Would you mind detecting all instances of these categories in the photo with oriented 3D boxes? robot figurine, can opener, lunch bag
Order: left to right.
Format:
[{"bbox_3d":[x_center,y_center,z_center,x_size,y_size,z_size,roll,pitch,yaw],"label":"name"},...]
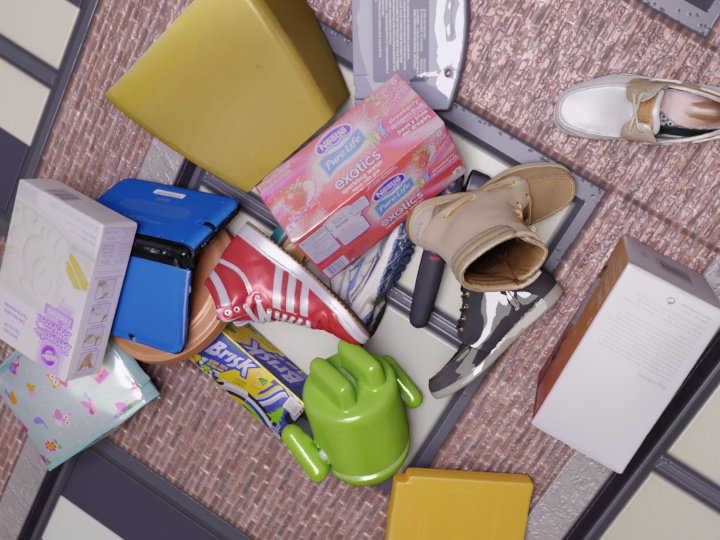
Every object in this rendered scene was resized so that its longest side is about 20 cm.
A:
[{"bbox_3d":[-0.378,0.146,1.083,0.199,0.122,0.171,-34,91,26],"label":"lunch bag"},{"bbox_3d":[-0.002,0.178,0.962,0.115,0.175,0.201,32,148,42],"label":"robot figurine"},{"bbox_3d":[0.092,-0.024,0.935,0.078,0.063,0.201,20,107,10],"label":"can opener"}]

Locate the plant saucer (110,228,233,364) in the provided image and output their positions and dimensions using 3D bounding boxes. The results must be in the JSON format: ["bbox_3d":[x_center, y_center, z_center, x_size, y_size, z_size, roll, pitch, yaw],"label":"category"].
[{"bbox_3d":[-0.243,0.017,1.005,0.199,0.032,0.202,-8,68,19],"label":"plant saucer"}]

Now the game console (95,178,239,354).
[{"bbox_3d":[-0.261,-0.013,0.995,0.199,0.171,0.119,13,133,26],"label":"game console"}]

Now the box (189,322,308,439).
[{"bbox_3d":[-0.149,0.121,1.035,0.200,0.070,0.064,41,109,4],"label":"box"}]

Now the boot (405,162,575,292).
[{"bbox_3d":[0.164,-0.047,0.831,0.198,0.156,0.073,-16,116,-12],"label":"boot"}]

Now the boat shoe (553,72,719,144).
[{"bbox_3d":[0.303,-0.170,0.836,0.198,0.068,0.075,1,103,16],"label":"boat shoe"}]

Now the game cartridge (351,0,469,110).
[{"bbox_3d":[0.056,-0.283,0.900,0.132,0.041,0.202,4,104,19],"label":"game cartridge"}]

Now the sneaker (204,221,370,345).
[{"bbox_3d":[-0.091,0.046,0.921,0.200,0.071,0.113,39,86,13],"label":"sneaker"}]

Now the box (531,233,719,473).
[{"bbox_3d":[0.281,0.084,0.858,0.106,0.152,0.201,29,108,7],"label":"box"}]

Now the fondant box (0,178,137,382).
[{"bbox_3d":[-0.359,0.010,0.953,0.144,0.058,0.201,25,107,24],"label":"fondant box"}]

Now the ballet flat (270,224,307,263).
[{"bbox_3d":[-0.053,-0.076,0.976,0.063,0.069,0.201,25,114,-21],"label":"ballet flat"}]

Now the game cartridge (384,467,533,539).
[{"bbox_3d":[0.117,0.346,1.005,0.175,0.032,0.202,6,103,-7],"label":"game cartridge"}]

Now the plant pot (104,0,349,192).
[{"bbox_3d":[-0.125,-0.209,0.896,0.200,0.200,0.177,-37,103,20],"label":"plant pot"}]

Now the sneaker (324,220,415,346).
[{"bbox_3d":[0.000,0.000,0.960,0.085,0.077,0.201,33,113,16],"label":"sneaker"}]

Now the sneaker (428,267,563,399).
[{"bbox_3d":[0.132,0.055,0.944,0.106,0.075,0.200,46,101,6],"label":"sneaker"}]

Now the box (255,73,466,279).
[{"bbox_3d":[0.001,-0.100,0.866,0.200,0.103,0.095,-39,59,3],"label":"box"}]
